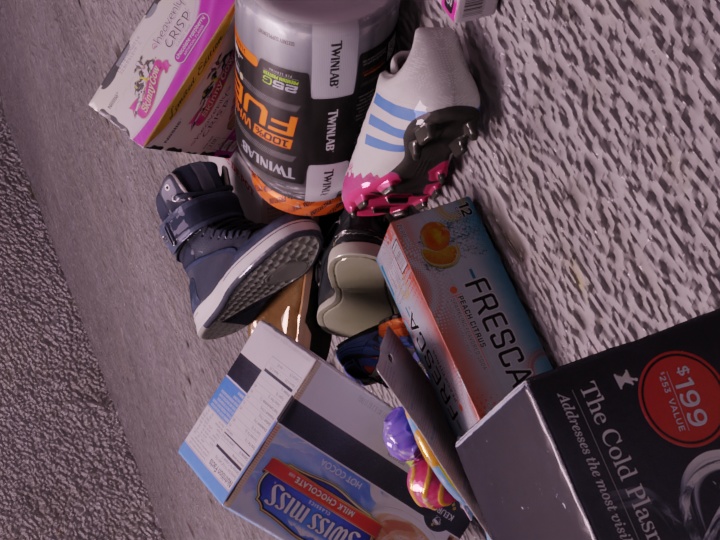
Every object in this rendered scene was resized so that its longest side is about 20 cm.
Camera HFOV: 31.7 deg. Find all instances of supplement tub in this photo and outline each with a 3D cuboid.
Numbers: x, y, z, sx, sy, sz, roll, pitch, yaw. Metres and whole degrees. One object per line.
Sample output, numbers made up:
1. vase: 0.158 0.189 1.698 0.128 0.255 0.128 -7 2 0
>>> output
1. supplement tub: -0.036 -0.145 0.968 0.202 0.121 0.123 96 151 -47

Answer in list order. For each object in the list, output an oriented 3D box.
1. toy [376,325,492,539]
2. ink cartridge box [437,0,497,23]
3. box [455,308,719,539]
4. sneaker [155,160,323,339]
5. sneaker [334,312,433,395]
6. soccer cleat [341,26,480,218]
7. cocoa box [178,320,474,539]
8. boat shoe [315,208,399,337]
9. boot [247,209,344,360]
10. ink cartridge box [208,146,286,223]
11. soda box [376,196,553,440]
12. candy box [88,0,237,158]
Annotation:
1. toy: 0.059 0.145 0.909 0.201 0.047 0.115 53 -170 -7
2. ink cartridge box: 0.036 -0.259 0.813 0.095 0.037 0.201 98 151 -50
3. box: 0.168 0.122 0.535 0.202 0.180 0.104 67 159 16
4. sneaker: -0.111 -0.043 1.097 0.202 0.076 0.148 -38 65 51
5. sneaker: 0.035 0.077 1.032 0.079 0.074 0.200 68 162 4
6. soccer cleat: 0.034 -0.103 0.910 0.200 0.069 0.088 135 129 -64
7. cocoa box: -0.021 0.157 1.016 0.199 0.132 0.133 36 175 -26
8. boat shoe: -0.002 0.000 1.080 0.200 0.073 0.067 82 -171 -66
9. boot: -0.060 -0.004 1.137 0.075 0.074 0.203 17 111 19
10. ink cartridge box: -0.085 -0.052 1.236 0.147 0.082 0.202 -127 29 -44
11. soda box: 0.082 0.054 0.885 0.064 0.068 0.202 111 139 -64
12. candy box: -0.125 -0.167 1.045 0.061 0.137 0.200 37 -169 10
